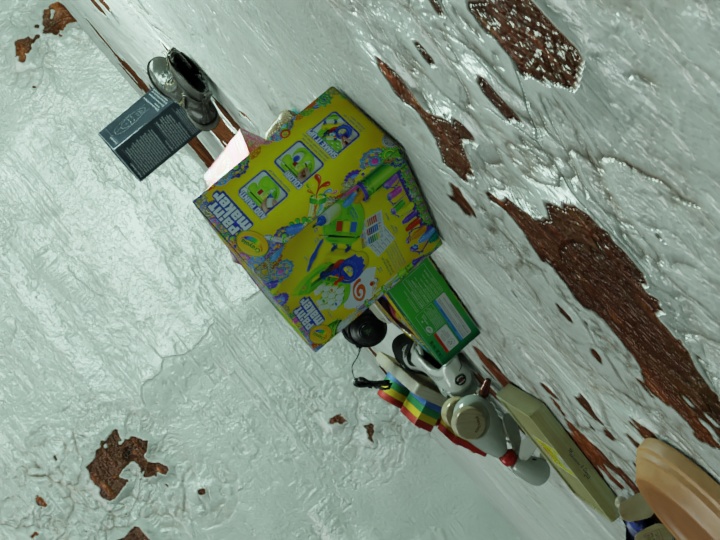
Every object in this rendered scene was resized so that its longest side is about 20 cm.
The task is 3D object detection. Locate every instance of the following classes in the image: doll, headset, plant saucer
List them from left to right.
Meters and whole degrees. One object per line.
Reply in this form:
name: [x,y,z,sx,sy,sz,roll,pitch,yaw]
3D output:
headset: [0.019,0.094,1.895,0.094,0.201,0.123,8,177,-7]
doll: [0.352,0.335,1.407,0.137,0.048,0.200,66,-177,26]
plant saucer: [0.334,0.248,1.106,0.200,0.037,0.200,49,174,7]

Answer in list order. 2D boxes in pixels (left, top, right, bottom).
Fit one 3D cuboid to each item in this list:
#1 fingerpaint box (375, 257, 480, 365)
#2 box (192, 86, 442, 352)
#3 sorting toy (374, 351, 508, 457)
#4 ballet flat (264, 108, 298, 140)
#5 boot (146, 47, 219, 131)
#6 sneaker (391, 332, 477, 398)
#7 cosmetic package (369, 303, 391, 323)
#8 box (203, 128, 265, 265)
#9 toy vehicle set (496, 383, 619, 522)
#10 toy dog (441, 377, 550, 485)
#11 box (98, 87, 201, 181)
fingerpaint box: [0.047,0.009,1.512,0.200,0.073,0.167,54,172,-31]
box: [-0.039,-0.049,1.228,0.122,0.193,0.200,46,172,31]
sorting toy: [0.128,0.230,1.943,0.200,0.070,0.199,27,-177,-22]
ballet flat: [-0.098,-0.160,1.561,0.071,0.065,0.200,47,174,15]
boot: [-0.321,-0.350,2.060,0.200,0.069,0.174,44,167,14]
sneaker: [0.109,0.129,1.846,0.200,0.074,0.089,29,155,52]
cosmetic package: [-0.002,-0.023,1.675,0.200,0.073,0.104,51,174,-7]
box: [-0.138,-0.094,1.611,0.095,0.100,0.200,23,-151,-37]
toy vehicle set: [0.272,0.248,1.571,0.200,0.026,0.124,51,174,-15]
toy dog: [0.215,0.237,1.746,0.200,0.096,0.132,36,180,-35]
box: [-0.486,-0.325,2.669,0.107,0.200,0.148,54,173,-34]
